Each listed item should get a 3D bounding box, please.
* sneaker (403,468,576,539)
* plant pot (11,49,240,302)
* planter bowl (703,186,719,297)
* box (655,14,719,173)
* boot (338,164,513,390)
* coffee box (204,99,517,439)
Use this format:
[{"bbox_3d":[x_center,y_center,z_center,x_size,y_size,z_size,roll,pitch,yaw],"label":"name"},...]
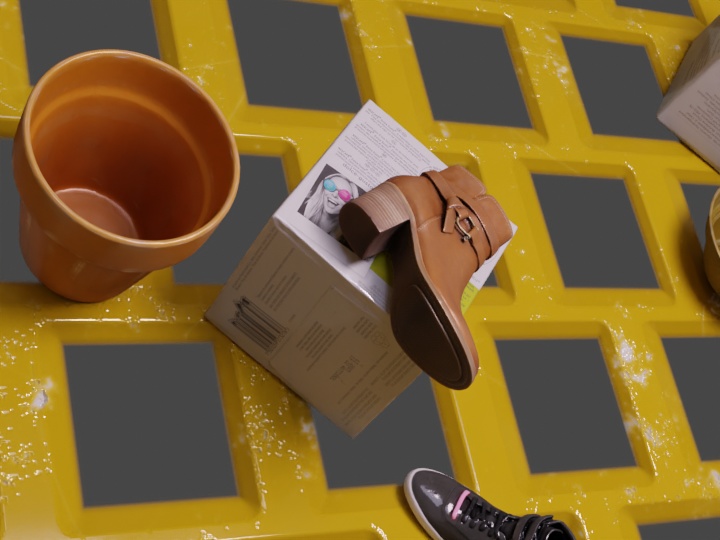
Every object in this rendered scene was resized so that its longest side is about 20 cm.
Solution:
[{"bbox_3d":[0.138,0.251,1.304,0.199,0.099,0.071,40,52,-2],"label":"sneaker"},{"bbox_3d":[-0.234,-0.068,1.223,0.197,0.183,0.203,14,57,-22],"label":"plant pot"},{"bbox_3d":[0.498,-0.009,1.676,0.198,0.084,0.203,14,56,-22],"label":"planter bowl"},{"bbox_3d":[0.545,-0.247,1.788,0.199,0.171,0.200,38,51,-5],"label":"box"},{"bbox_3d":[0.086,-0.004,1.187,0.154,0.074,0.202,-21,79,-41],"label":"boot"},{"bbox_3d":[0.000,0.000,1.307,0.199,0.200,0.198,39,51,-3],"label":"coffee box"}]
